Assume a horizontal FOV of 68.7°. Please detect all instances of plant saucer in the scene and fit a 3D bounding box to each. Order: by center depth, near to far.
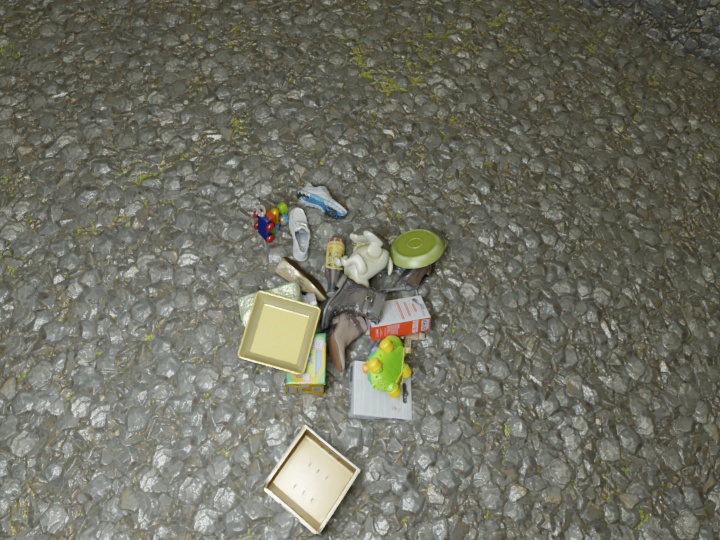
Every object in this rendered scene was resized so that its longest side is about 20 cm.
[{"bbox_3d":[-0.233,0.182,1.525,0.195,0.049,0.204,16,70,-3],"label":"plant saucer"},{"bbox_3d":[0.189,-0.084,1.808,0.195,0.032,0.202,-10,40,8],"label":"plant saucer"}]

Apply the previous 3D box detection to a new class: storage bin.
[{"bbox_3d":[-0.138,0.584,1.470,0.198,0.094,0.200,35,65,10],"label":"storage bin"}]

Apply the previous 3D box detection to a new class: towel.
[{"bbox_3d":[-0.261,0.124,1.584,0.196,0.037,0.152,-16,81,-13],"label":"towel"}]

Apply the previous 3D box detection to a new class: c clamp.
[{"bbox_3d":[0.102,0.043,1.792,0.195,0.027,0.175,-1,65,-8],"label":"c clamp"}]

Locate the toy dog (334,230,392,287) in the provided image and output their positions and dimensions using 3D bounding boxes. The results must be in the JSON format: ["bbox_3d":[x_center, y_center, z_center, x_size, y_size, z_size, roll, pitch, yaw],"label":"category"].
[{"bbox_3d":[0.000,0.000,1.731,0.193,0.138,0.203,38,72,-33],"label":"toy dog"}]

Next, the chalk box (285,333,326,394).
[{"bbox_3d":[-0.166,0.262,1.604,0.120,0.125,0.205,1,63,-6],"label":"chalk box"}]

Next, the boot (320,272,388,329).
[{"bbox_3d":[-0.018,0.120,1.621,0.171,0.069,0.203,27,80,-2],"label":"boot"}]

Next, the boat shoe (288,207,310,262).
[{"bbox_3d":[-0.203,-0.135,1.813,0.069,0.070,0.205,-2,66,-19],"label":"boat shoe"}]

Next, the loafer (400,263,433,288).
[{"bbox_3d":[0.213,-0.009,1.810,0.200,0.072,0.072,-43,106,-30],"label":"loafer"}]

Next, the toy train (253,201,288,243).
[{"bbox_3d":[-0.292,-0.192,1.765,0.085,0.201,0.115,44,63,15],"label":"toy train"}]

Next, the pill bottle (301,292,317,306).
[{"bbox_3d":[-0.236,0.129,1.665,0.195,0.113,0.115,-11,66,-12],"label":"pill bottle"}]

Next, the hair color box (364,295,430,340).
[{"bbox_3d":[0.117,0.152,1.701,0.195,0.065,0.112,-9,38,-9],"label":"hair color box"}]

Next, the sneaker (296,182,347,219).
[{"bbox_3d":[-0.126,-0.258,1.887,0.197,0.075,0.087,29,59,7],"label":"sneaker"}]

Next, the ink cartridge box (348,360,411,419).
[{"bbox_3d":[0.060,0.377,1.630,0.196,0.057,0.166,14,61,-24],"label":"ink cartridge box"}]

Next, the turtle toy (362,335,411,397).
[{"bbox_3d":[0.078,0.279,1.596,0.147,0.100,0.201,54,50,-21],"label":"turtle toy"}]

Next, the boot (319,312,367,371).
[{"bbox_3d":[-0.041,0.204,1.671,0.144,0.070,0.204,-11,74,-34],"label":"boot"}]

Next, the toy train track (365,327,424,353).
[{"bbox_3d":[0.115,0.205,1.714,0.195,0.033,0.117,6,64,-3],"label":"toy train track"}]

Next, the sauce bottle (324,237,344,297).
[{"bbox_3d":[-0.087,-0.011,1.776,0.064,0.066,0.205,3,64,-5],"label":"sauce bottle"}]

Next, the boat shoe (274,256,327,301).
[{"bbox_3d":[-0.195,0.041,1.744,0.199,0.071,0.065,41,101,4],"label":"boat shoe"}]
